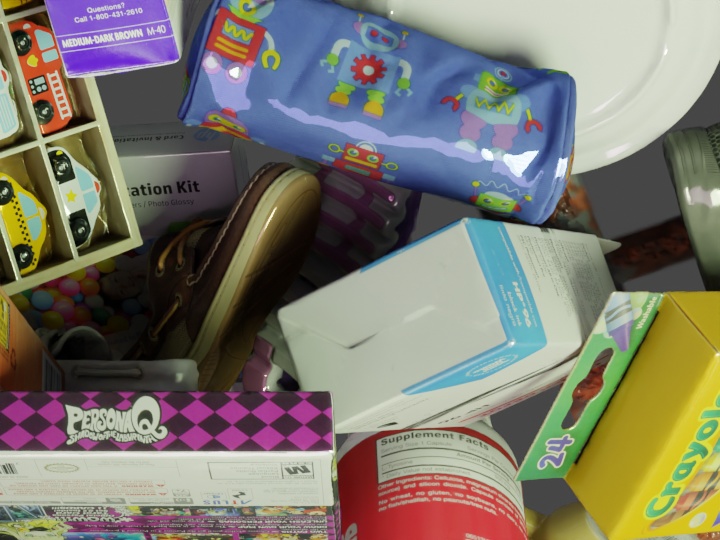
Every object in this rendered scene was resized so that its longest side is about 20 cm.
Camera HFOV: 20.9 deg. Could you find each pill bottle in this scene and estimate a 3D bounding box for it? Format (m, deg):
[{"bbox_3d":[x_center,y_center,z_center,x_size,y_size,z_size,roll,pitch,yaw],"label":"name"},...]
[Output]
[{"bbox_3d":[0.037,0.150,1.081,0.112,0.200,0.112,-1,129,-1],"label":"pill bottle"}]

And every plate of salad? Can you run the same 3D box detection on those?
[{"bbox_3d":[0.086,-0.138,0.988,0.200,0.048,0.200,3,124,5],"label":"plate of salad"}]

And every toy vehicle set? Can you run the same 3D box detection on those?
[{"bbox_3d":[-0.193,-0.087,0.974,0.026,0.124,0.200,2,111,53],"label":"toy vehicle set"}]

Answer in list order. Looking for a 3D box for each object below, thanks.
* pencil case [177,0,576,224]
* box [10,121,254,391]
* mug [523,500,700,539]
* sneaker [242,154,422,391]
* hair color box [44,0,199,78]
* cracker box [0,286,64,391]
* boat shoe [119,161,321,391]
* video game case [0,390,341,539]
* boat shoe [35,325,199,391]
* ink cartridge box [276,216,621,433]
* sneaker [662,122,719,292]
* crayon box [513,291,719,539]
[{"bbox_3d":[0.010,-0.086,0.957,0.200,0.087,0.078,17,157,-3],"label":"pencil case"},{"bbox_3d":[-0.132,0.014,1.109,0.156,0.041,0.200,-3,121,6],"label":"box"},{"bbox_3d":[0.122,0.213,1.161,0.186,0.149,0.153,18,115,-15],"label":"mug"},{"bbox_3d":[0.000,0.000,1.067,0.080,0.088,0.200,39,127,33],"label":"sneaker"},{"bbox_3d":[-0.127,-0.206,0.925,0.065,0.109,0.200,-8,122,10],"label":"hair color box"},{"bbox_3d":[-0.256,0.056,0.946,0.200,0.058,0.134,-4,157,5],"label":"cracker box"},{"bbox_3d":[-0.085,0.008,1.033,0.072,0.072,0.200,40,137,11],"label":"boat shoe"},{"bbox_3d":[-0.109,0.101,0.937,0.200,0.036,0.181,0,157,1],"label":"video game case"},{"bbox_3d":[-0.156,0.062,1.055,0.200,0.074,0.065,7,89,39],"label":"boat shoe"},{"bbox_3d":[0.062,0.031,0.994,0.116,0.200,0.068,-26,76,26],"label":"ink cartridge box"},{"bbox_3d":[0.239,-0.003,1.047,0.114,0.076,0.200,-15,123,10],"label":"sneaker"},{"bbox_3d":[0.190,0.073,0.998,0.200,0.052,0.126,1,128,-34],"label":"crayon box"}]
